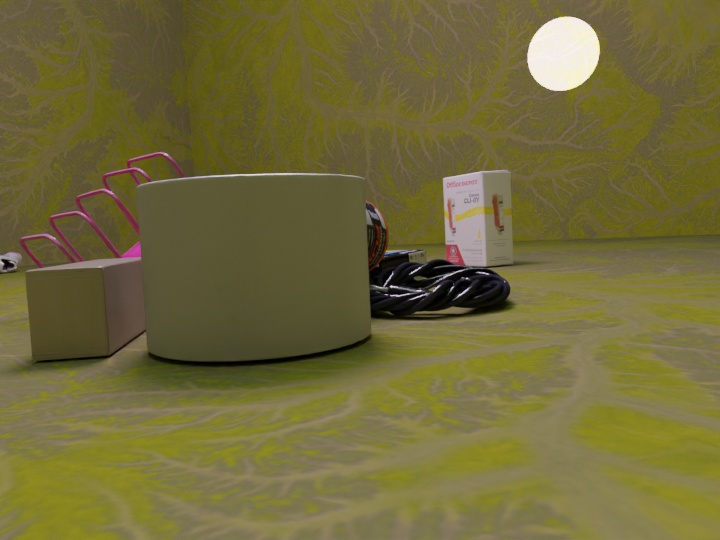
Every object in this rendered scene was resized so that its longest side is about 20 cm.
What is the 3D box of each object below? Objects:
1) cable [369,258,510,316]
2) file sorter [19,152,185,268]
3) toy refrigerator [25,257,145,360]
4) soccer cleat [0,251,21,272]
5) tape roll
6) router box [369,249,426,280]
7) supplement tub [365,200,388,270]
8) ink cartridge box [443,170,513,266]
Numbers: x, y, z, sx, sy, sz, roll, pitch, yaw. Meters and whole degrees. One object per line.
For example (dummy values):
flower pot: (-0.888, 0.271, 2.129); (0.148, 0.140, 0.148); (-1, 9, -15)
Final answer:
cable: (0.092, 0.016, 0.716); (0.198, 0.051, 0.163); (-4, 4, -21)
file sorter: (-0.326, -0.054, 0.824); (0.138, 0.126, 0.200); (1, 40, 43)
toy refrigerator: (-0.255, 0.029, 0.597); (0.069, 0.077, 0.200); (-3, 5, -7)
soccer cleat: (-1.214, -0.021, 2.100); (0.085, 0.071, 0.200); (13, 7, 0)
tape roll: (-0.091, -0.007, 0.544); (0.200, 0.141, 0.203); (-3, 4, 0)
router box: (0.000, 0.000, 0.977); (0.148, 0.052, 0.199); (0, 6, 30)
supplement tub: (-0.024, -0.044, 0.761); (0.106, 0.108, 0.200); (-2, 1, 13)
ink cartridge box: (0.257, -0.113, 1.342); (0.083, 0.202, 0.145); (-5, 4, -28)
